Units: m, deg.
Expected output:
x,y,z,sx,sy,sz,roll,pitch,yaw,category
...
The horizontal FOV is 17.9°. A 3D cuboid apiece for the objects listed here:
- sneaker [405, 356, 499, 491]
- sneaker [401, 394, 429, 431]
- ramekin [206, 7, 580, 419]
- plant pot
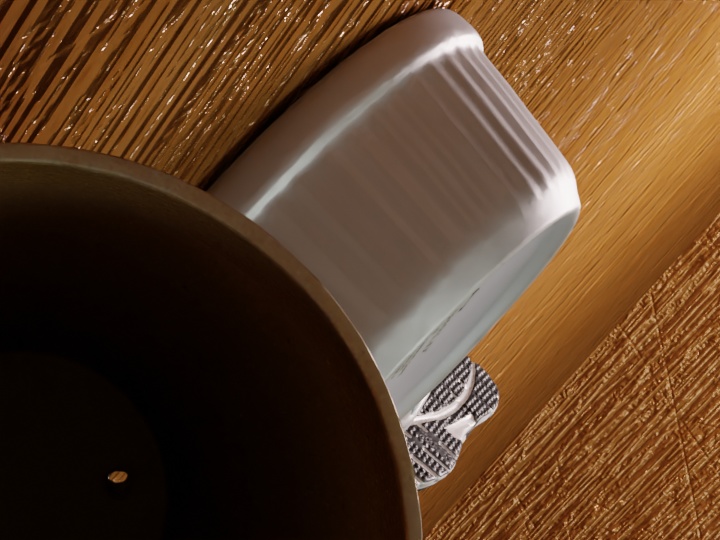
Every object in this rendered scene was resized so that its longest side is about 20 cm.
x,y,z,sx,sy,sz,roll,pitch,yaw,category
0.040,0.137,1.778,0.080,0.074,0.200,-49,171,32,sneaker
0.012,0.028,1.143,0.131,0.080,0.200,-49,171,32,sneaker
0.000,0.000,0.904,0.202,0.094,0.202,-44,171,-9,ramekin
-0.090,0.069,0.608,0.186,0.186,0.200,-44,-176,-7,plant pot
